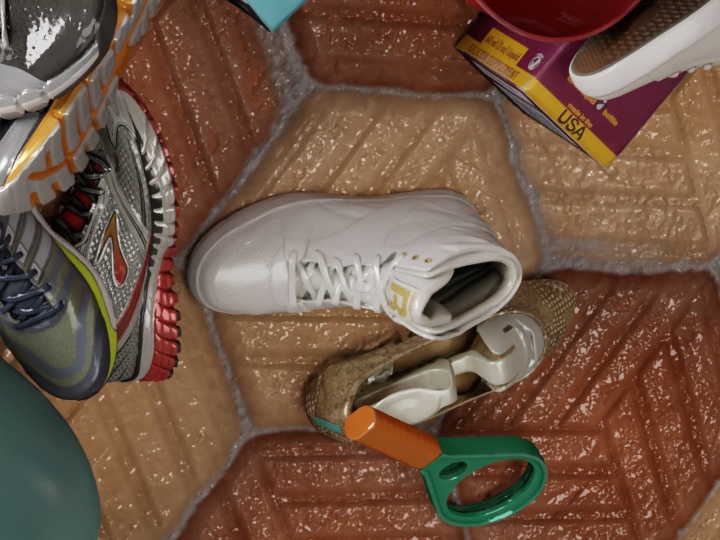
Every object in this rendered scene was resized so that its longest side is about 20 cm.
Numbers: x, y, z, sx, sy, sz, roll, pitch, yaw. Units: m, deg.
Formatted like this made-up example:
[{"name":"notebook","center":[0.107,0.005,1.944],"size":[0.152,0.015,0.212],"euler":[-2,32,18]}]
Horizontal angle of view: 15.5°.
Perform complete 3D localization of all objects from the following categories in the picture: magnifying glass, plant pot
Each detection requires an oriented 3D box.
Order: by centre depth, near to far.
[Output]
[{"name":"plant pot","center":[-0.249,0.135,1.544],"size":[0.161,0.200,0.201],"euler":[33,94,-40]},{"name":"magnifying glass","center":[0.054,0.125,1.717],"size":[0.079,0.022,0.200],"euler":[-38,143,18]}]

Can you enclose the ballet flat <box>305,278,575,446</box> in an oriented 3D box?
[{"name":"ballet flat","center":[0.062,0.066,1.717],"size":[0.199,0.065,0.071],"euler":[-25,117,-13]}]

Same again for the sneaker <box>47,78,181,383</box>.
[{"name":"sneaker","center":[-0.154,-0.021,1.586],"size":[0.082,0.078,0.201],"euler":[-7,112,-19]}]

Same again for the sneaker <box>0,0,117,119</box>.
[{"name":"sneaker","center":[-0.238,-0.128,1.431],"size":[0.199,0.075,0.115],"euler":[-19,152,17]}]

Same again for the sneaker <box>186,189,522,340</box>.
[{"name":"sneaker","center":[0.000,0.000,1.638],"size":[0.199,0.116,0.074],"euler":[-12,115,-17]}]

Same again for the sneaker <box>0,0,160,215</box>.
[{"name":"sneaker","center":[-0.176,-0.122,1.511],"size":[0.077,0.078,0.201],"euler":[21,66,5]}]

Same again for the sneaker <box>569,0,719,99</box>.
[{"name":"sneaker","center":[0.221,-0.140,1.574],"size":[0.199,0.073,0.085],"euler":[-31,115,-11]}]

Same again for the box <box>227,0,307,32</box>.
[{"name":"box","center":[-0.105,-0.232,1.523],"size":[0.049,0.082,0.200],"euler":[-43,120,-4]}]

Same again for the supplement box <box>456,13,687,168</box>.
[{"name":"supplement box","center":[0.168,-0.177,1.644],"size":[0.086,0.110,0.200],"euler":[39,91,-29]}]

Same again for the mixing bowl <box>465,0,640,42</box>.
[{"name":"mixing bowl","center":[0.087,-0.237,1.543],"size":[0.199,0.108,0.202],"euler":[-8,103,-38]}]

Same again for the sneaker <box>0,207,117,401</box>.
[{"name":"sneaker","center":[-0.212,-0.009,1.529],"size":[0.074,0.081,0.201],"euler":[-30,95,17]}]
